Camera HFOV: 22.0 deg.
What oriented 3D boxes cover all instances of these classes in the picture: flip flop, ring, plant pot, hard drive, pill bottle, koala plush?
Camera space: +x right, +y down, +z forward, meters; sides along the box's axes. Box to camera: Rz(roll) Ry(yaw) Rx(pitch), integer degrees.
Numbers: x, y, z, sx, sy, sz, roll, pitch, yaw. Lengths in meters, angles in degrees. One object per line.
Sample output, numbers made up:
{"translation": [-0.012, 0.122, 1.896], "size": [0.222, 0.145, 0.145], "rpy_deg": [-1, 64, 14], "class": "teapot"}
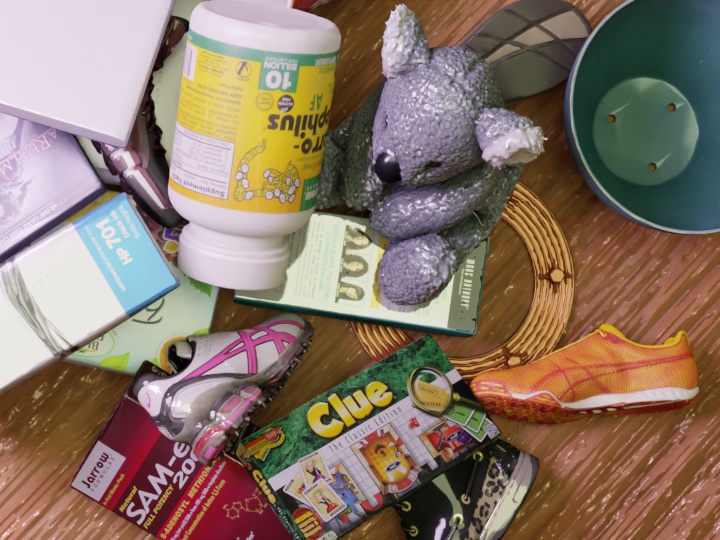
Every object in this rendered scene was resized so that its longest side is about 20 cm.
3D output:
{"translation": [0.103, -0.160, 1.556], "size": [0.200, 0.058, 0.081], "rpy_deg": [-38, 97, 6], "class": "flip flop"}
{"translation": [0.085, 0.008, 1.557], "size": [0.200, 0.019, 0.201], "rpy_deg": [0, 87, -8], "class": "ring"}
{"translation": [0.254, -0.124, 1.530], "size": [0.200, 0.135, 0.200], "rpy_deg": [1, 86, -8], "class": "plant pot"}
{"translation": [-0.210, -0.204, 1.400], "size": [0.132, 0.025, 0.200], "rpy_deg": [16, 74, -1], "class": "hard drive"}
{"translation": [-0.083, -0.093, 1.380], "size": [0.113, 0.113, 0.200], "rpy_deg": [8, 106, -8], "class": "pill bottle"}
{"translation": [0.056, -0.108, 1.415], "size": [0.184, 0.200, 0.177], "rpy_deg": [-41, 78, -20], "class": "koala plush"}

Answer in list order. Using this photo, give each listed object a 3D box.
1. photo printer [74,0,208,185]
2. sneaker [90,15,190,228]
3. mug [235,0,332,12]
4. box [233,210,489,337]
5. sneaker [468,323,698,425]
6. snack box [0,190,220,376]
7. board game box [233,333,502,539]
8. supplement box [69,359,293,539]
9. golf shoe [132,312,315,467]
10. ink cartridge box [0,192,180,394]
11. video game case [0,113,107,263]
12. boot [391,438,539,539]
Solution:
{"translation": [-0.138, -0.143, 1.509], "size": [0.200, 0.069, 0.167], "rpy_deg": [9, 85, -7], "class": "photo printer"}
{"translation": [-0.165, -0.140, 1.433], "size": [0.115, 0.076, 0.200], "rpy_deg": [-35, 92, -9], "class": "sneaker"}
{"translation": [-0.017, -0.295, 1.464], "size": [0.200, 0.178, 0.133], "rpy_deg": [-27, 60, -33], "class": "mug"}
{"translation": [0.000, 0.000, 1.512], "size": [0.200, 0.049, 0.082], "rpy_deg": [9, 83, -2], "class": "box"}
{"translation": [0.183, 0.086, 1.549], "size": [0.200, 0.073, 0.077], "rpy_deg": [-4, 74, -16], "class": "sneaker"}
{"translation": [-0.214, 0.006, 1.497], "size": [0.200, 0.053, 0.142], "rpy_deg": [12, 86, -7], "class": "snack box"}
{"translation": [0.008, 0.135, 1.460], "size": [0.200, 0.023, 0.105], "rpy_deg": [-29, 74, -32], "class": "board game box"}
{"translation": [-0.117, 0.172, 1.473], "size": [0.200, 0.061, 0.109], "rpy_deg": [31, 119, -4], "class": "supplement box"}
{"translation": [-0.102, 0.071, 1.450], "size": [0.092, 0.200, 0.073], "rpy_deg": [37, 120, 5], "class": "golf shoe"}
{"translation": [-0.241, 0.029, 1.391], "size": [0.200, 0.146, 0.086], "rpy_deg": [-30, 93, -7], "class": "ink cartridge box"}
{"translation": [-0.308, -0.105, 1.467], "size": [0.143, 0.019, 0.200], "rpy_deg": [-33, 73, 3], "class": "video game case"}
{"translation": [0.035, 0.198, 1.512], "size": [0.154, 0.073, 0.204], "rpy_deg": [35, 76, -2], "class": "boot"}
